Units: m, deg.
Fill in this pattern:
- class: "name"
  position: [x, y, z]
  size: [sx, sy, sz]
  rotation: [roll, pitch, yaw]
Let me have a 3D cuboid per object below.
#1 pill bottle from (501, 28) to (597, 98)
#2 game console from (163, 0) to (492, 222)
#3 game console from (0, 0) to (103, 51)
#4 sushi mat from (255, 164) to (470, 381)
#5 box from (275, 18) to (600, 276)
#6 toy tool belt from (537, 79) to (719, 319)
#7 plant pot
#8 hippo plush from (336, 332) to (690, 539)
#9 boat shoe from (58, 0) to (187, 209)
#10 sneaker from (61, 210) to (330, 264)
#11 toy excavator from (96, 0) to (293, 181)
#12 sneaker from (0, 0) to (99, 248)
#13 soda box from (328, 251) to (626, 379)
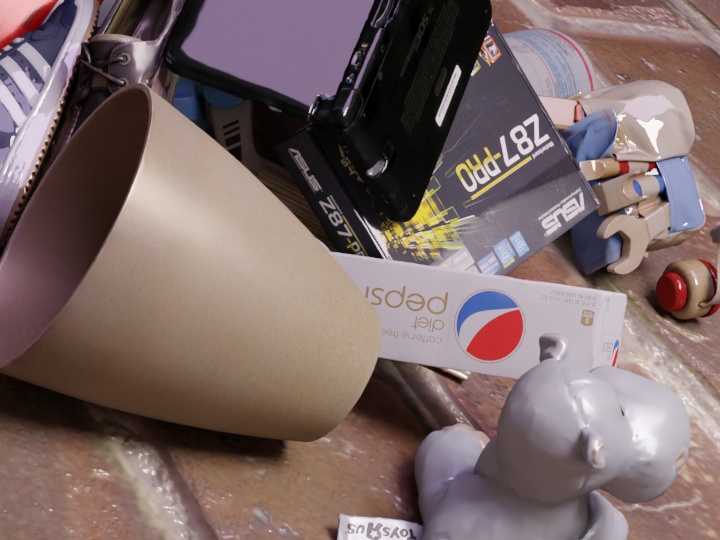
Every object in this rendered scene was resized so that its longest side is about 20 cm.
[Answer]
- class: "pill bottle"
  position: [0.099, -0.133, 1.708]
  size: [0.109, 0.109, 0.200]
  rotation: [40, 32, 24]
- class: "game console"
  position: [-0.015, -0.158, 1.418]
  size: [0.116, 0.176, 0.200]
  rotation: [2, 55, 31]
- class: "game console"
  position: [-0.285, -0.204, 1.478]
  size: [0.172, 0.200, 0.119]
  rotation: [39, -16, -22]
- class: "sushi mat"
  position: [0.000, 0.000, 1.475]
  size: [0.200, 0.012, 0.096]
  rotation: [27, 49, -3]
- class: "box"
  position: [0.057, -0.065, 1.477]
  size: [0.200, 0.049, 0.161]
  rotation: [-33, 96, -37]
- class: "toy tool belt"
  position: [0.198, -0.050, 1.650]
  size: [0.123, 0.125, 0.200]
  rotation: [-10, 78, -29]
- class: "plant pot"
  position: [-0.094, 0.019, 1.260]
  size: [0.200, 0.187, 0.187]
  rotation: [31, 25, -23]
- class: "hippo plush"
  position: [0.102, 0.108, 1.257]
  size: [0.200, 0.161, 0.159]
  rotation: [10, 33, -28]
- class: "boat shoe"
  position: [-0.152, -0.130, 1.368]
  size: [0.072, 0.065, 0.200]
  rotation: [5, 55, 33]
- class: "sneaker"
  position: [-0.111, -0.025, 1.399]
  size: [0.200, 0.078, 0.099]
  rotation: [12, 28, -26]
- class: "toy excavator"
  position: [-0.106, -0.122, 1.540]
  size: [0.194, 0.200, 0.100]
  rotation: [-7, 0, 3]
- class: "sneaker"
  position: [-0.246, -0.117, 1.388]
  size: [0.108, 0.070, 0.200]
  rotation: [20, 58, -4]
- class: "soda box"
  position: [0.063, 0.031, 1.345]
  size: [0.200, 0.064, 0.068]
  rotation: [8, 1, 19]
